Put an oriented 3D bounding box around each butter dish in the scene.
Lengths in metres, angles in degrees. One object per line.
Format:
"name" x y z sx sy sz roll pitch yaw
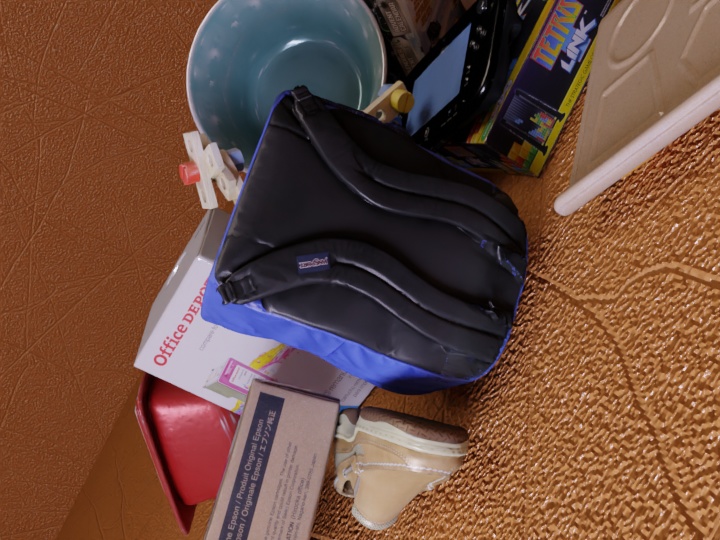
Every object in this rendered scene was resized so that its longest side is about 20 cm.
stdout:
"butter dish" -0.159 0.160 1.064 0.200 0.145 0.203 -92 -9 -61

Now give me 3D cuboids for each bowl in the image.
"bowl" -0.061 -0.182 0.923 0.203 0.199 0.105 -62 -14 2

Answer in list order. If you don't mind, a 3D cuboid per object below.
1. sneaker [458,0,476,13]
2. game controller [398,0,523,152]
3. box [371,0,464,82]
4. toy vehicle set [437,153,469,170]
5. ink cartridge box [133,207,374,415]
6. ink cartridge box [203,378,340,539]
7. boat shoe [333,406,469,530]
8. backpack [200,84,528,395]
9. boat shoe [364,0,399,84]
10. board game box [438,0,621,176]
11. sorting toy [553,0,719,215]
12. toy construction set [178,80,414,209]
"sneaker" 0.173 -0.330 0.901 0.090 0.066 0.201 4 58 57
"game controller" 0.069 -0.149 0.765 0.200 0.042 0.106 -35 33 65
"box" 0.078 -0.285 0.914 0.039 0.138 0.201 6 51 30
"toy vehicle set" 0.090 -0.145 0.933 0.124 0.026 0.202 -35 32 62
"ink cartridge box" -0.084 0.057 0.839 0.145 0.198 0.085 -54 16 31
"ink cartridge box" -0.082 0.200 0.731 0.201 0.074 0.167 113 171 -60
"boat shoe" 0.020 0.135 0.622 0.200 0.071 0.077 132 154 -76
"backpack" 0.007 -0.008 0.645 0.168 0.197 0.165 135 154 -74
"boat shoe" 0.013 -0.259 0.953 0.090 0.200 0.071 -36 53 16
"board game box" 0.139 -0.181 0.765 0.202 0.056 0.165 -63 15 0
"sorting toy" 0.196 -0.140 0.547 0.185 0.036 0.202 -42 21 55
"toy construction set" -0.046 -0.075 0.765 0.092 0.197 0.133 -125 26 -58
